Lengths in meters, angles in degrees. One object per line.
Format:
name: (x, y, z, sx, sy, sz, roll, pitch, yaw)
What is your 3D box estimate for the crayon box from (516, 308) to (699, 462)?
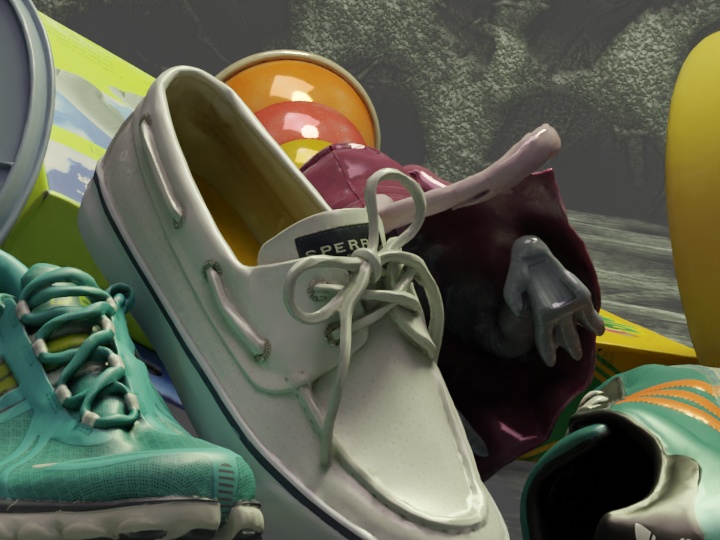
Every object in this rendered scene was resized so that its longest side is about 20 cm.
crayon box: (0.035, 0.035, 1.024, 0.171, 0.059, 0.200, 7, 6, -15)

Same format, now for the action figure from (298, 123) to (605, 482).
action figure: (0.000, 0.000, 0.824, 0.133, 0.150, 0.200, -23, 32, -8)

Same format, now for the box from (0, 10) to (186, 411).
box: (-0.097, -0.027, 0.954, 0.121, 0.048, 0.200, 29, 21, -27)

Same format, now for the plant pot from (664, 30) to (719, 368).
plant pot: (0.239, -0.017, 0.873, 0.188, 0.203, 0.200, -15, -8, 31)

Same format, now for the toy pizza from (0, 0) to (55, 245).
toy pizza: (-0.201, -0.039, 0.865, 0.199, 0.201, 0.032, 11, -25, 26)

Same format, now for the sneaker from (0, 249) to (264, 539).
sneaker: (-0.092, 0.039, 0.692, 0.077, 0.080, 0.200, 5, 7, -32)

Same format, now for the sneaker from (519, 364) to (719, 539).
sneaker: (0.087, 0.065, 0.741, 0.079, 0.072, 0.200, 13, 6, -10)

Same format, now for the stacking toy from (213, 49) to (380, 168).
stacking toy: (-0.041, -0.055, 1.589, 0.145, 0.147, 0.200, 7, 21, -15)

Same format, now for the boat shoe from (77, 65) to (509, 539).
boat shoe: (-0.010, 0.009, 0.698, 0.074, 0.086, 0.202, -3, 43, -40)
